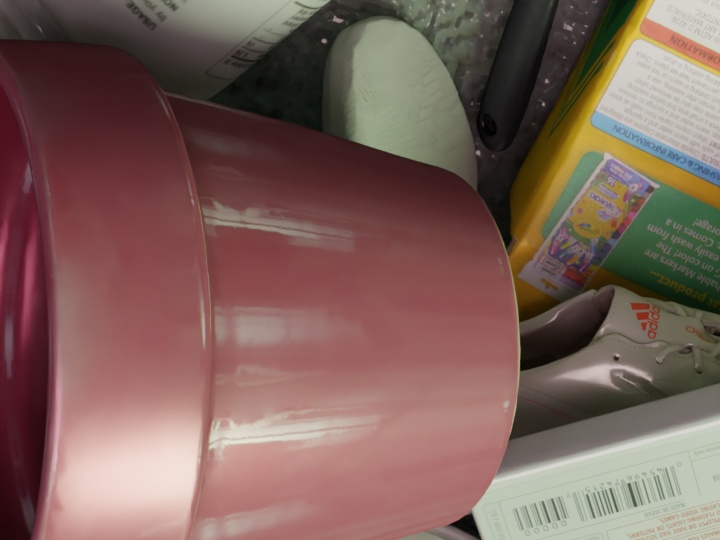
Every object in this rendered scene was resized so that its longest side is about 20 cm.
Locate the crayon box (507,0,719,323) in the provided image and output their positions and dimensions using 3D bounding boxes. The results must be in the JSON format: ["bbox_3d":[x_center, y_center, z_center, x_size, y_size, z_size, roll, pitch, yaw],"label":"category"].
[{"bbox_3d":[0.142,-0.051,0.938,0.125,0.052,0.201,24,113,-8],"label":"crayon box"}]

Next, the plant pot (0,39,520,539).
[{"bbox_3d":[-0.052,0.026,0.829,0.178,0.200,0.201,1,117,-25],"label":"plant pot"}]

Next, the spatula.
[{"bbox_3d":[0.080,-0.130,0.920,0.020,0.057,0.201,-9,132,-42],"label":"spatula"}]

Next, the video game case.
[{"bbox_3d":[0.154,0.111,0.897,0.199,0.023,0.182,-16,126,7],"label":"video game case"}]

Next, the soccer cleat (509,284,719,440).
[{"bbox_3d":[0.121,0.040,0.908,0.199,0.069,0.078,-7,112,7],"label":"soccer cleat"}]

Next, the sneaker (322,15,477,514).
[{"bbox_3d":[0.000,0.000,0.973,0.088,0.075,0.201,3,108,43],"label":"sneaker"}]

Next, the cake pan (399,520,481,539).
[{"bbox_3d":[-0.002,0.182,1.066,0.199,0.037,0.201,1,114,2],"label":"cake pan"}]

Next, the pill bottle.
[{"bbox_3d":[-0.058,-0.132,0.883,0.200,0.113,0.113,-38,108,16],"label":"pill bottle"}]
